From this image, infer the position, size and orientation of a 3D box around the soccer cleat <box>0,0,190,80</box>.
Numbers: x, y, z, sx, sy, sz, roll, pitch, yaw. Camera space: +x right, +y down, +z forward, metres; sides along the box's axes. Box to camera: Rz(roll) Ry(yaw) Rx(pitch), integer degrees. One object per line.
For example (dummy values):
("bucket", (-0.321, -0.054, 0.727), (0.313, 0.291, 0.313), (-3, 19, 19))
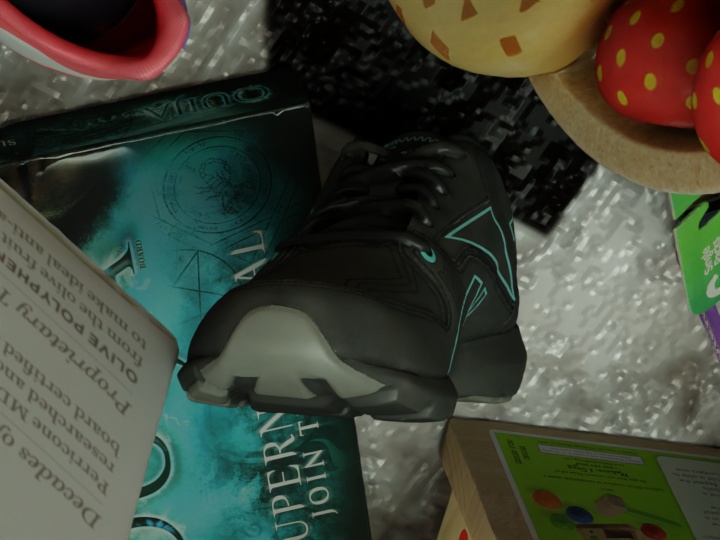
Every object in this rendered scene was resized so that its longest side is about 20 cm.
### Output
("soccer cleat", (-0.122, -0.118, 0.754), (0.200, 0.073, 0.068), (39, 90, -29))

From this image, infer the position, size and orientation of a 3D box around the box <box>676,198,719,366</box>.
("box", (0.212, 0.016, 0.880), (0.200, 0.137, 0.039), (-19, 156, -1))

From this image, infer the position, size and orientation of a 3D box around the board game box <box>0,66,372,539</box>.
("board game box", (-0.070, 0.043, 0.891), (0.135, 0.028, 0.200), (-12, 121, -7))

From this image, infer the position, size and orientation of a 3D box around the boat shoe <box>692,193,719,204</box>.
("boat shoe", (0.124, -0.105, 0.818), (0.072, 0.072, 0.200), (-15, 135, -18))

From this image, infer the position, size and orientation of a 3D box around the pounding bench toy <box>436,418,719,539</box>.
("pounding bench toy", (0.113, 0.156, 0.941), (0.200, 0.124, 0.156), (7, 118, -17))

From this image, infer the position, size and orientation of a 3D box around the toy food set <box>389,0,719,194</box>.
("toy food set", (0.080, -0.120, 0.737), (0.049, 0.200, 0.198), (0, 121, -33))

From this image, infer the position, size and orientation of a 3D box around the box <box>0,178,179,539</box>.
("box", (-0.189, 0.055, 0.710), (0.199, 0.171, 0.200), (-35, 115, 28))

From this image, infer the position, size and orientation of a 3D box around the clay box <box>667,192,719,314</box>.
("clay box", (0.179, -0.056, 0.828), (0.200, 0.048, 0.115), (-36, 150, -9))

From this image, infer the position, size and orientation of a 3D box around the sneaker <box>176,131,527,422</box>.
("sneaker", (0.000, 0.000, 0.800), (0.075, 0.200, 0.079), (5, 93, 12))
